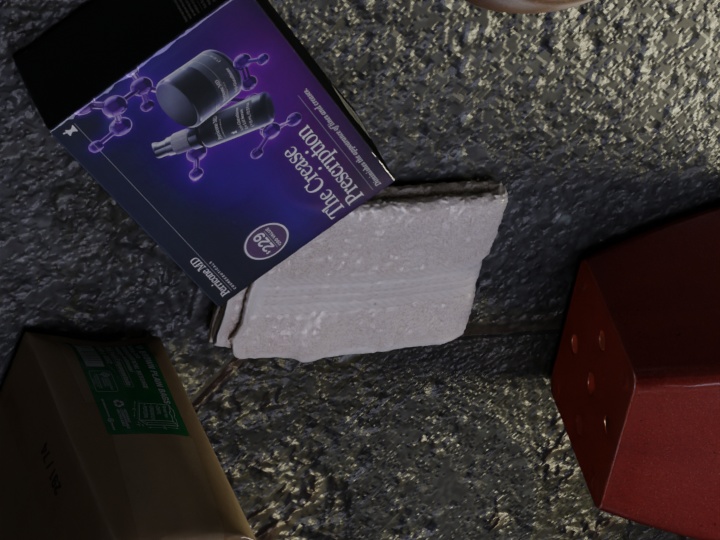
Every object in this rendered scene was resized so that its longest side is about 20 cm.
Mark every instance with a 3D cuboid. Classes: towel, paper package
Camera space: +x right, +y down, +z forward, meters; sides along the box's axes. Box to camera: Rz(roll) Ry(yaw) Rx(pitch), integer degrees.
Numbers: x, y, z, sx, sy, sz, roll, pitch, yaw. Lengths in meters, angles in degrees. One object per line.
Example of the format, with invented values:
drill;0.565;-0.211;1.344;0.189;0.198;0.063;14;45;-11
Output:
towel;0.000;0.000;1.485;0.200;0.035;0.133;-5;133;-27
paper package;-0.170;0.170;1.423;0.103;0.200;0.191;4;128;-33

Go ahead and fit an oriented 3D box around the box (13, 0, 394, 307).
box;-0.089;-0.089;1.318;0.141;0.079;0.200;-34;138;7

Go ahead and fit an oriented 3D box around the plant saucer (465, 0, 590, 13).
plant saucer;0.133;-0.232;1.341;0.200;0.037;0.201;-16;135;-17

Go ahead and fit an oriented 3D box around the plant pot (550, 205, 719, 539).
plant pot;0.247;0.079;1.599;0.176;0.200;0.200;-3;132;-14
